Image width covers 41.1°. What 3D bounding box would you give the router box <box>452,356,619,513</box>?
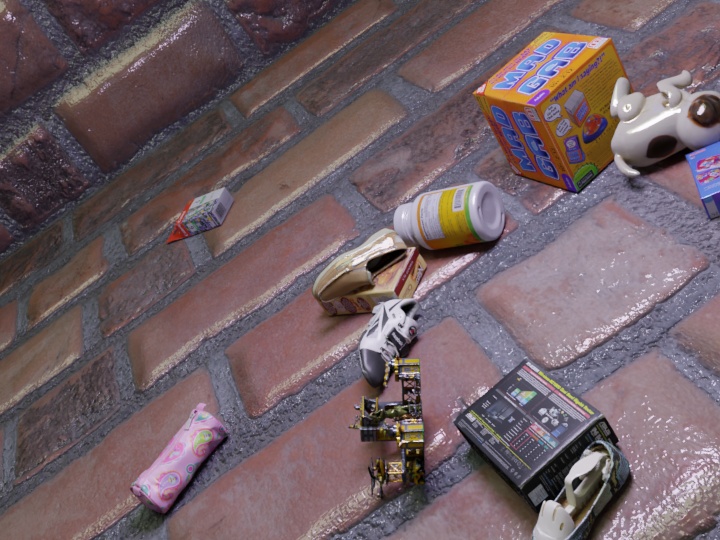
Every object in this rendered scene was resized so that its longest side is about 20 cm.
[{"bbox_3d":[0.240,0.224,1.339,0.150,0.062,0.200,-40,28,-5],"label":"router box"}]

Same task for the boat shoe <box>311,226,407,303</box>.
[{"bbox_3d":[0.000,0.000,1.798,0.200,0.072,0.076,-39,48,-1],"label":"boat shoe"}]

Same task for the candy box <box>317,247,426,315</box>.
[{"bbox_3d":[0.020,0.022,1.861,0.199,0.055,0.116,-6,42,39],"label":"candy box"}]

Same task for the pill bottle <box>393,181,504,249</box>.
[{"bbox_3d":[0.165,-0.100,1.831,0.199,0.111,0.112,-8,39,39],"label":"pill bottle"}]

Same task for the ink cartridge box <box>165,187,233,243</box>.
[{"bbox_3d":[-0.444,-0.147,2.581,0.198,0.051,0.109,-16,35,29],"label":"ink cartridge box"}]

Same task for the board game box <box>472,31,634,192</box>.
[{"bbox_3d":[0.377,-0.304,1.813,0.200,0.200,0.200,-41,30,-11],"label":"board game box"}]

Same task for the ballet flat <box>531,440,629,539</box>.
[{"bbox_3d":[0.264,0.296,1.211,0.074,0.074,0.200,10,53,51],"label":"ballet flat"}]

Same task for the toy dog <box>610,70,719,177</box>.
[{"bbox_3d":[0.537,-0.254,1.648,0.199,0.140,0.195,-1,46,42],"label":"toy dog"}]

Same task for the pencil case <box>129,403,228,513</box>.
[{"bbox_3d":[-0.327,0.340,1.737,0.087,0.088,0.200,6,50,49],"label":"pencil case"}]

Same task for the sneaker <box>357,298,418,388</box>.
[{"bbox_3d":[0.054,0.116,1.674,0.088,0.074,0.201,-19,34,30],"label":"sneaker"}]

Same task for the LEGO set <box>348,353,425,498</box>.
[{"bbox_3d":[0.036,0.230,1.449,0.115,0.155,0.201,-2,47,2],"label":"LEGO set"}]

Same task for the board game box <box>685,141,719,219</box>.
[{"bbox_3d":[0.631,-0.172,1.523,0.199,0.045,0.135,-22,32,22],"label":"board game box"}]
